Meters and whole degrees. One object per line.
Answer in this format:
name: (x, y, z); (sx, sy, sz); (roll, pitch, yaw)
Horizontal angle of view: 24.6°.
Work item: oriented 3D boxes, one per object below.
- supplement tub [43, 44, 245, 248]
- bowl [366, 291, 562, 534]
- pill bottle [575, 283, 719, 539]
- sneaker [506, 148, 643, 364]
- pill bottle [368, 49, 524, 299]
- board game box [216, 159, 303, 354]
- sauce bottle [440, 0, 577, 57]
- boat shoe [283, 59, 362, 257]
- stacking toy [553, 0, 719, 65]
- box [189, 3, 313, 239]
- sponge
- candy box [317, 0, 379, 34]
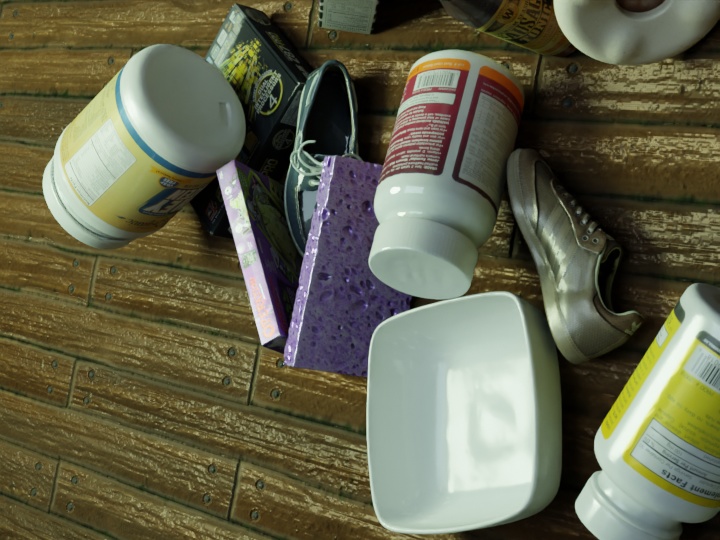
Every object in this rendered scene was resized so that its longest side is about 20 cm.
supplement tub: (-0.229, -0.124, 1.719); (0.200, 0.144, 0.145); (-38, 55, 39)
bowl: (0.099, 0.129, 1.439); (0.199, 0.074, 0.201); (-15, 69, 45)
pill bottle: (0.246, 0.120, 1.253); (0.111, 0.111, 0.201); (47, 115, 42)
sneaker: (0.184, -0.022, 1.400); (0.075, 0.070, 0.201); (-23, 67, 21)
pill bottle: (0.073, -0.084, 1.448); (0.109, 0.109, 0.201); (-12, 54, 45)
board game box: (-0.076, -0.004, 1.623); (0.032, 0.120, 0.201); (-28, 60, 21)
sauce bottle: (0.114, -0.233, 1.409); (0.066, 0.199, 0.066); (-10, 76, 46)
boat shoe: (-0.033, -0.109, 1.632); (0.062, 0.074, 0.201); (122, 157, -76)
stacking toy: (0.222, -0.283, 1.384); (0.146, 0.146, 0.201); (-44, 34, 32)
box: (-0.130, -0.159, 1.771); (0.200, 0.049, 0.161); (-57, 45, 24)
sponge: (0.000, 0.000, 1.546); (0.030, 0.111, 0.201); (11, 89, 64)
candy box: (-0.002, -0.312, 1.575); (0.200, 0.061, 0.137); (144, 135, -87)
